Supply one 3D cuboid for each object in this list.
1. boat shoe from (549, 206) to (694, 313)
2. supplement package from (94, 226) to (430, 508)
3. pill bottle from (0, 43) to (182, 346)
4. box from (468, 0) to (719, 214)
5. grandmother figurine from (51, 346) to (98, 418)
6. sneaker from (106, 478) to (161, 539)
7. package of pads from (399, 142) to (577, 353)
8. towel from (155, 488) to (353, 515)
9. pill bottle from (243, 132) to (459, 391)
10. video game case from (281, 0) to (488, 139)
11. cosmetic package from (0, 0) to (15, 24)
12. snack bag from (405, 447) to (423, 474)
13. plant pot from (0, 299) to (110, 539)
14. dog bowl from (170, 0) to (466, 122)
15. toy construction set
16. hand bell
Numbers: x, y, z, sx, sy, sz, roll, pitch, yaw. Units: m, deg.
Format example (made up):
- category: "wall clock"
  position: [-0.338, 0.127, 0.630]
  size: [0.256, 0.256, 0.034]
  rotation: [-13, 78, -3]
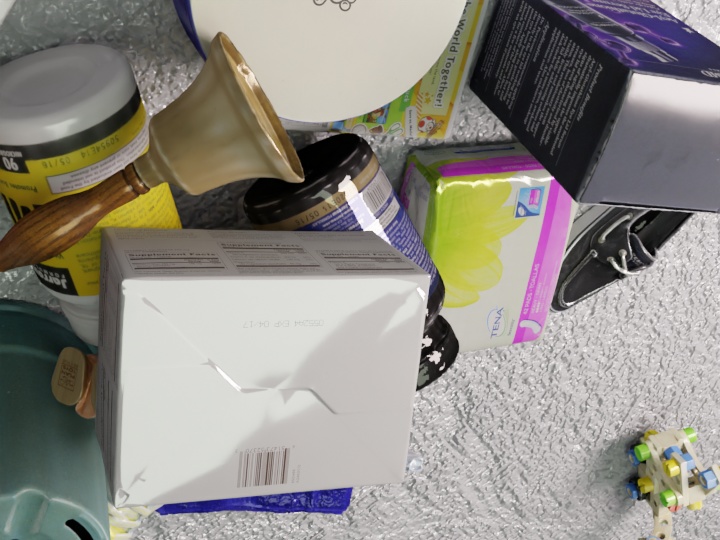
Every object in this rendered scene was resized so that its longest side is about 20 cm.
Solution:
- category: "boat shoe"
  position: [0.253, -0.026, 0.983]
  size: [0.200, 0.068, 0.072]
  rotation: [-45, 129, 11]
- category: "supplement package"
  position: [-0.072, 0.060, 0.698]
  size: [0.200, 0.111, 0.156]
  rotation: [0, 108, -21]
- category: "pill bottle"
  position: [-0.193, -0.049, 0.738]
  size: [0.114, 0.114, 0.200]
  rotation: [-19, 128, -10]
- category: "box"
  position: [0.198, -0.138, 0.791]
  size: [0.148, 0.200, 0.104]
  rotation: [2, 123, -25]
- category: "grandmother figurine"
  position: [-0.159, 0.082, 0.841]
  size: [0.200, 0.121, 0.061]
  rotation: [0, 111, -61]
- category: "sneaker"
  position: [-0.218, 0.227, 0.881]
  size: [0.200, 0.131, 0.080]
  rotation: [-32, 123, 26]
- category: "package of pads"
  position: [0.105, -0.016, 0.925]
  size: [0.154, 0.068, 0.200]
  rotation: [-7, 125, -20]
- category: "towel"
  position: [-0.096, 0.176, 0.968]
  size: [0.200, 0.050, 0.148]
  rotation: [1, 124, -14]
- category: "pill bottle"
  position: [0.000, 0.000, 0.827]
  size: [0.112, 0.112, 0.200]
  rotation: [-30, 111, -1]
- category: "video game case"
  position: [0.011, -0.198, 0.782]
  size: [0.182, 0.023, 0.200]
  rotation: [0, 122, -24]
- category: "cosmetic package"
  position: [-0.280, -0.177, 0.629]
  size: [0.113, 0.081, 0.200]
  rotation: [25, 112, -33]
- category: "snack bag"
  position: [-0.060, 0.129, 0.828]
  size: [0.188, 0.200, 0.021]
  rotation: [2, 94, -9]
- category: "plant pot"
  position: [-0.282, 0.159, 0.795]
  size: [0.200, 0.196, 0.201]
  rotation: [-12, 127, -17]
- category: "dog bowl"
  position: [-0.029, -0.205, 0.694]
  size: [0.200, 0.079, 0.200]
  rotation: [-12, 127, -16]
- category: "toy construction set"
  position: [0.361, 0.265, 1.199]
  size: [0.092, 0.131, 0.200]
  rotation: [-7, 126, -19]
- category: "hand bell"
  position: [-0.147, -0.055, 0.645]
  size: [0.200, 0.104, 0.104]
  rotation: [-28, 131, 6]
